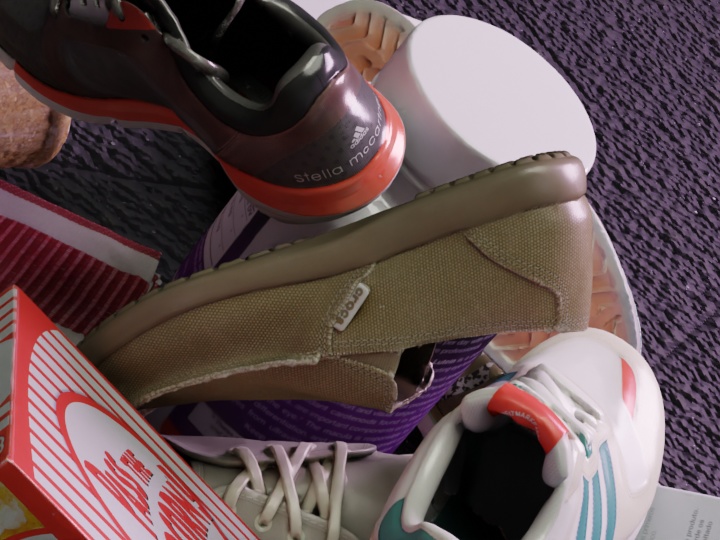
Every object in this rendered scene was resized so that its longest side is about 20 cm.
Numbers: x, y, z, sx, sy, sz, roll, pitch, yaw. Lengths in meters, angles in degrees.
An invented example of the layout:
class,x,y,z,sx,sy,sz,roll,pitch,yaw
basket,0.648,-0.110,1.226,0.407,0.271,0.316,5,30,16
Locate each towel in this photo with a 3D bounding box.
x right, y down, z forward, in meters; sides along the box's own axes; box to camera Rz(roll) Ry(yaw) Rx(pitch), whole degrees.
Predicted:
class,x,y,z,sx,sy,sz,roll,pitch,yaw
towel,-0.170,0.020,1.025,0.144,0.023,0.200,25,34,7

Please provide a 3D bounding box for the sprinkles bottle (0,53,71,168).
class,x,y,z,sx,sy,sz,roll,pitch,yaw
sprinkles bottle,-0.205,-0.057,1.036,0.200,0.068,0.068,-12,59,-38

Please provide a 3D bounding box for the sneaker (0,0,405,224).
class,x,y,z,sx,sy,sz,roll,pitch,yaw
sneaker,-0.067,-0.091,0.994,0.200,0.082,0.077,27,66,33

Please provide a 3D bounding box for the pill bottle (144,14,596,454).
class,x,y,z,sx,sy,sz,roll,pitch,yaw
pill bottle,0.000,0.000,1.067,0.111,0.200,0.112,24,38,-21

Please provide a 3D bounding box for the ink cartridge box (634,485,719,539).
class,x,y,z,sx,sy,sz,roll,pitch,yaw
ink cartridge box,0.091,0.169,0.986,0.200,0.041,0.200,12,62,22

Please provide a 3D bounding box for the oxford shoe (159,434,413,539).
class,x,y,z,sx,sy,sz,roll,pitch,yaw
oxford shoe,-0.027,0.088,0.997,0.200,0.058,0.075,2,50,-1

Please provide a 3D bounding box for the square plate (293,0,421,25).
class,x,y,z,sx,sy,sz,roll,pitch,yaw
square plate,0.024,-0.068,1.287,0.200,0.028,0.198,18,31,-24

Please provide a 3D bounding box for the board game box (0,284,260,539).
class,x,y,z,sx,sy,sz,roll,pitch,yaw
board game box,-0.061,0.112,0.892,0.200,0.046,0.152,48,8,-19

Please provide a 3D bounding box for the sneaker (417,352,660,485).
class,x,y,z,sx,sy,sz,roll,pitch,yaw
sneaker,0.089,0.071,1.165,0.077,0.089,0.200,2,47,-42

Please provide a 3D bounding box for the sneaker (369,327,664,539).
class,x,y,z,sx,sy,sz,roll,pitch,yaw
sneaker,0.060,0.067,0.946,0.070,0.093,0.200,31,43,12

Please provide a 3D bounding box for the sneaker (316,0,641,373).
class,x,y,z,sx,sy,sz,roll,pitch,yaw
sneaker,0.052,-0.024,1.159,0.200,0.071,0.080,55,4,17

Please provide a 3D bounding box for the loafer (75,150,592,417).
class,x,y,z,sx,sy,sz,roll,pitch,yaw
loafer,-0.010,0.020,0.962,0.068,0.200,0.076,69,15,3
